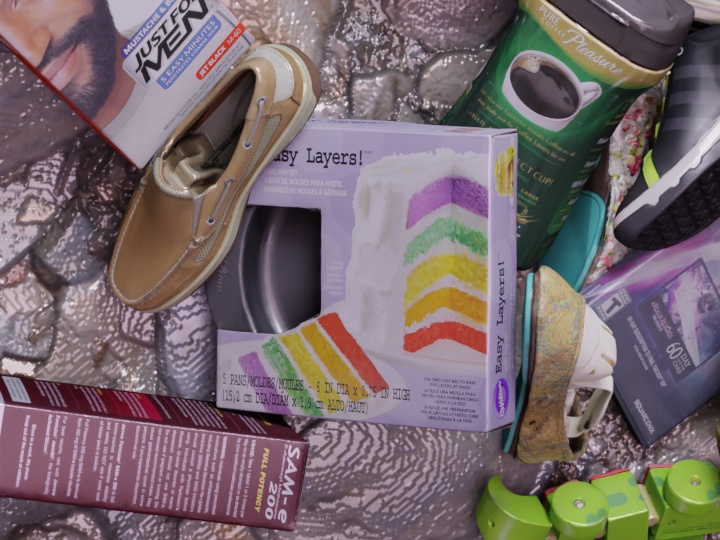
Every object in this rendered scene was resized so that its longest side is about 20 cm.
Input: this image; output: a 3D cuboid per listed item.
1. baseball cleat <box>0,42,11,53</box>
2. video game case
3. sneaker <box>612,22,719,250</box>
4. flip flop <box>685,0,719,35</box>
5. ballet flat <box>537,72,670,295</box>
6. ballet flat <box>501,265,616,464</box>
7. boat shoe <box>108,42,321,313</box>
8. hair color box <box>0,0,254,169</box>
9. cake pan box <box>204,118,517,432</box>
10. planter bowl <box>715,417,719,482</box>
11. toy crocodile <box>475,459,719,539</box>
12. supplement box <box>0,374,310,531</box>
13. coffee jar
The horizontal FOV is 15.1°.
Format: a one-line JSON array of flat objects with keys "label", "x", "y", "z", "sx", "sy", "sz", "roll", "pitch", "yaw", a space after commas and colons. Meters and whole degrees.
[{"label": "baseball cleat", "x": -0.229, "y": -0.229, "z": 1.639, "sx": 0.106, "sy": 0.070, "sz": 0.201, "roll": -8, "pitch": 98, "yaw": -12}, {"label": "video game case", "x": 0.236, "y": 0.010, "z": 1.763, "sx": 0.200, "sy": 0.019, "sz": 0.143, "roll": -36, "pitch": 132, "yaw": -5}, {"label": "sneaker", "x": 0.217, "y": -0.102, "z": 1.690, "sx": 0.200, "sy": 0.072, "sz": 0.083, "roll": -49, "pitch": 61, "yaw": 4}, {"label": "flip flop", "x": 0.215, "y": -0.177, "z": 1.746, "sx": 0.199, "sy": 0.081, "sz": 0.058, "roll": 8, "pitch": 81, "yaw": -8}, {"label": "ballet flat", "x": 0.164, "y": -0.054, "z": 1.747, "sx": 0.064, "sy": 0.076, "sz": 0.201, "roll": 9, "pitch": 98, "yaw": -25}, {"label": "ballet flat", "x": 0.127, "y": 0.061, "z": 1.700, "sx": 0.070, "sy": 0.200, "sz": 0.071, "roll": 1, "pitch": 57, "yaw": -1}, {"label": "boat shoe", "x": -0.105, "y": -0.055, "z": 1.654, "sx": 0.072, "sy": 0.076, "sz": 0.201, "roll": 39, "pitch": 113, "yaw": 17}, {"label": "hair color box", "x": -0.159, "y": -0.160, "z": 1.613, "sx": 0.111, "sy": 0.064, "sz": 0.200, "roll": -49, "pitch": 140, "yaw": -3}, {"label": "cake pan box", "x": 0.000, "y": 0.000, "z": 1.680, "sx": 0.199, "sy": 0.052, "sz": 0.185, "roll": 5, "pitch": 97, "yaw": 25}, {"label": "planter bowl", "x": 0.291, "y": 0.047, "z": 1.725, "sx": 0.200, "sy": 0.200, "sz": 0.084, "roll": -34, "pitch": 95, "yaw": -6}, {"label": "toy crocodile", "x": 0.174, "y": 0.156, "z": 1.783, "sx": 0.199, "sy": 0.062, "sz": 0.068, "roll": -8, "pitch": 138, "yaw": -13}, {"label": "supplement box", "x": -0.140, "y": 0.111, "z": 1.681, "sx": 0.199, "sy": 0.109, "sz": 0.061, "roll": 8, "pitch": 96, "yaw": -12}, {"label": "coffee jar", "x": 0.117, "y": -0.106, "z": 1.683, "sx": 0.104, "sy": 0.085, "sz": 0.200, "roll": 37, "pitch": 114, "yaw": 9}]
